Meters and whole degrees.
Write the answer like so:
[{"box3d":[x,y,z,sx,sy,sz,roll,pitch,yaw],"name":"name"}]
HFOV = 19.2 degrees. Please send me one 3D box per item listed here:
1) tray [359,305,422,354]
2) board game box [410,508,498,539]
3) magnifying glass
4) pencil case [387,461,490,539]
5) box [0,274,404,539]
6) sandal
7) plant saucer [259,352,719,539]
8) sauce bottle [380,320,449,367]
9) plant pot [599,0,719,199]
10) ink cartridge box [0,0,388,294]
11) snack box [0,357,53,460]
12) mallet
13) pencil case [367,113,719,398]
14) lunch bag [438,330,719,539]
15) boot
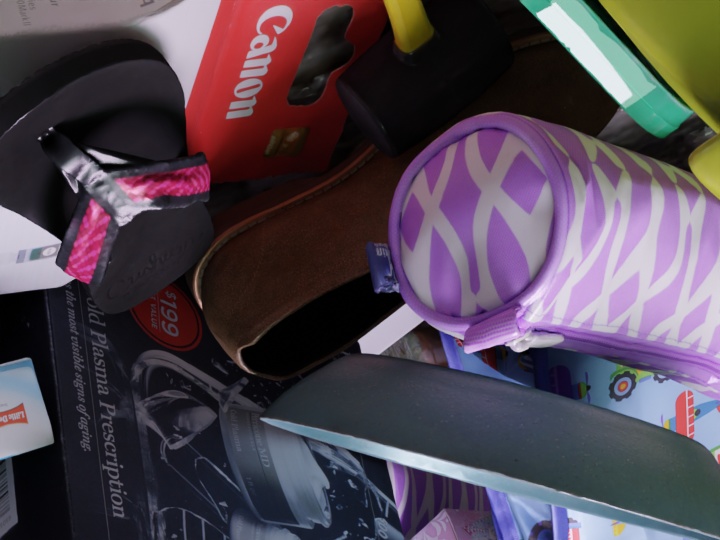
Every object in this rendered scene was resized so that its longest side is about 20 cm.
[{"box3d":[0.000,0.000,0.959,0.200,0.022,0.107,-38,148,28],"name":"tray"},{"box3d":[0.059,0.198,1.104,0.198,0.044,0.200,9,136,-43],"name":"board game box"},{"box3d":[0.067,-0.100,0.750,0.022,0.080,0.200,-39,150,18],"name":"magnifying glass"},{"box3d":[0.008,0.121,1.091,0.085,0.085,0.200,6,169,25],"name":"pencil case"},{"box3d":[-0.079,0.107,0.873,0.181,0.201,0.104,23,130,-38],"name":"box"},{"box3d":[-0.081,-0.022,0.752,0.075,0.045,0.200,-34,160,-5],"name":"sandal"},{"box3d":[0.060,0.067,0.824,0.198,0.036,0.200,16,174,2],"name":"plant saucer"},{"box3d":[0.109,0.038,1.056,0.198,0.065,0.065,-11,150,-22],"name":"sauce bottle"},{"box3d":[0.193,-0.104,0.740,0.199,0.183,0.199,-31,151,20],"name":"plant pot"},{"box3d":[-0.079,-0.056,0.782,0.198,0.050,0.161,-6,149,-22],"name":"ink cartridge box"},{"box3d":[-0.223,0.079,0.814,0.199,0.037,0.116,-18,177,44],"name":"snack box"},{"box3d":[0.003,-0.101,0.739,0.066,0.041,0.200,-42,154,-1],"name":"mallet"},{"box3d":[0.098,0.000,0.803,0.084,0.086,0.199,-34,151,33],"name":"pencil case"},{"box3d":[0.136,0.082,0.981,0.150,0.094,0.202,-23,113,-21],"name":"lunch bag"},{"box3d":[0.028,-0.023,0.842,0.199,0.076,0.074,-33,124,2],"name":"boot"}]
